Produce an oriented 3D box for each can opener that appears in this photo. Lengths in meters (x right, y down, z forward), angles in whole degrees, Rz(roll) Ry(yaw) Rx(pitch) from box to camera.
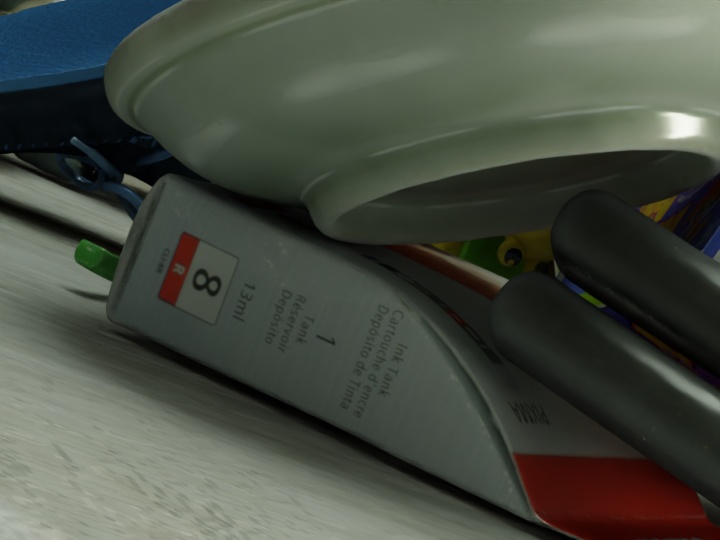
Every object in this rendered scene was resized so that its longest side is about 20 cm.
[{"bbox_3d":[0.123,0.057,0.705,0.200,0.053,0.067,35,-11,17],"label":"can opener"}]

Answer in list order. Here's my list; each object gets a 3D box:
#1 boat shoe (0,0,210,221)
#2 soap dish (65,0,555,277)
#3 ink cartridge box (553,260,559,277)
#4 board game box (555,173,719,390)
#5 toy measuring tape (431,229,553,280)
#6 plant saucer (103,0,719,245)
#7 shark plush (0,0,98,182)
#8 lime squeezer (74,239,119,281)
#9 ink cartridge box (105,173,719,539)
[{"bbox_3d":[-0.060,-0.052,0.952,0.199,0.069,0.084,-8,26,-6],"label":"boat shoe"},{"bbox_3d":[-0.012,-0.059,1.152,0.200,0.081,0.157,26,-13,19],"label":"soap dish"},{"bbox_3d":[0.102,-0.053,1.153,0.048,0.201,0.146,-6,0,9],"label":"ink cartridge box"},{"bbox_3d":[0.134,0.028,0.822,0.134,0.045,0.200,38,-9,-4],"label":"board game box"},{"bbox_3d":[0.000,0.000,0.988,0.073,0.074,0.200,20,-17,-36],"label":"toy measuring tape"},{"bbox_3d":[0.037,-0.042,0.723,0.199,0.050,0.200,-9,-10,-2],"label":"plant saucer"},{"bbox_3d":[-0.179,-0.095,1.120,0.083,0.091,0.200,-20,38,-35],"label":"shark plush"},{"bbox_3d":[-0.026,-0.012,0.883,0.038,0.071,0.200,40,38,13],"label":"lime squeezer"},{"bbox_3d":[0.052,0.035,0.777,0.200,0.050,0.162,21,4,22],"label":"ink cartridge box"}]
